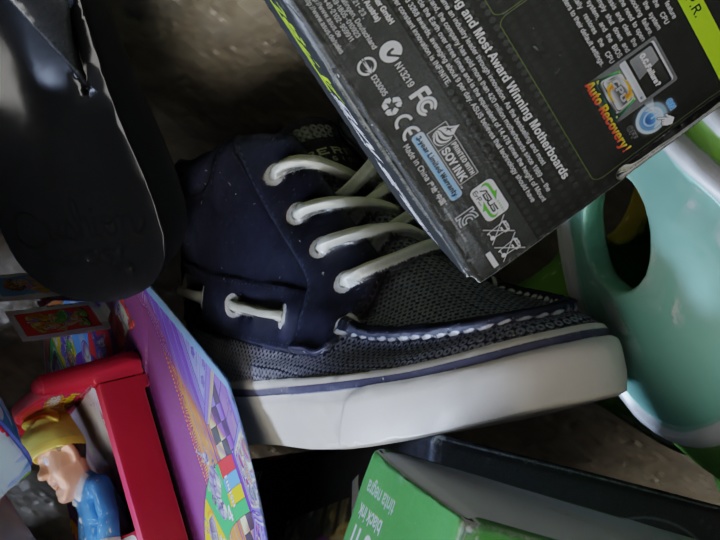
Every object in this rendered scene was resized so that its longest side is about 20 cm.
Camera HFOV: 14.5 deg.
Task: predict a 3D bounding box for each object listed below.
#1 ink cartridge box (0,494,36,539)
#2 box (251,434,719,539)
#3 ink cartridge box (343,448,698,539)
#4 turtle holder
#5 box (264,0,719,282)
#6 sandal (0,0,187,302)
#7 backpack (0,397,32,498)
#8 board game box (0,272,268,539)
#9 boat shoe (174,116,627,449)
[{"bbox_3d":[-0.126,0.150,0.984,0.050,0.162,0.200,-24,121,-14],"label":"ink cartridge box"},{"bbox_3d":[0.031,0.118,0.892,0.122,0.106,0.200,15,169,-20],"label":"box"},{"bbox_3d":[0.046,0.166,0.745,0.146,0.200,0.083,18,-176,-20],"label":"ink cartridge box"},{"bbox_3d":[0.120,-0.010,0.789,0.132,0.141,0.186,41,174,-7],"label":"turtle holder"},{"bbox_3d":[0.052,-0.125,0.651,0.193,0.048,0.200,-38,127,-3],"label":"box"},{"bbox_3d":[-0.108,-0.076,0.807,0.076,0.043,0.200,-15,113,32],"label":"sandal"},{"bbox_3d":[-0.188,0.029,0.868,0.153,0.200,0.163,-21,130,5],"label":"backpack"},{"bbox_3d":[-0.083,0.076,0.890,0.039,0.200,0.158,-12,121,-22],"label":"board game box"},{"bbox_3d":[0.000,0.000,0.806,0.075,0.093,0.200,-9,-179,-32],"label":"boat shoe"}]
